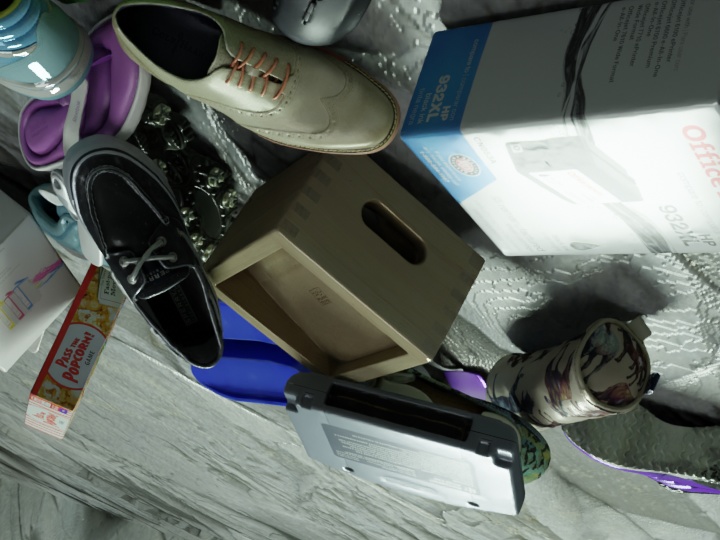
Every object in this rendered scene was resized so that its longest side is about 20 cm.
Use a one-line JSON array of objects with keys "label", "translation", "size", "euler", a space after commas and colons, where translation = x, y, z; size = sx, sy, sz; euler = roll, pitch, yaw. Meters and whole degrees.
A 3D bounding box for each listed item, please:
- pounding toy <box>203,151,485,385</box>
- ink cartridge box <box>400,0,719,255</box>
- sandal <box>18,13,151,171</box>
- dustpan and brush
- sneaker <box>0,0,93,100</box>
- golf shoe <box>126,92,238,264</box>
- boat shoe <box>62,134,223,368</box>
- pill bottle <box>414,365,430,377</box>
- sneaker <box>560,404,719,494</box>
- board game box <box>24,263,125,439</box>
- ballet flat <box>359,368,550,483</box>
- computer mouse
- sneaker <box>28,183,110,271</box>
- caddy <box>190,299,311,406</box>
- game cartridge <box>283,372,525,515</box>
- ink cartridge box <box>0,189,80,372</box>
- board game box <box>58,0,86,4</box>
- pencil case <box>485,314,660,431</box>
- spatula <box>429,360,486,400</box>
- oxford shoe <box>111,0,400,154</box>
[{"label": "pounding toy", "translation": [0.000, 0.000, 0.944], "size": [0.200, 0.143, 0.184], "euler": [40, 151, -16]}, {"label": "ink cartridge box", "translation": [0.148, -0.079, 0.682], "size": [0.199, 0.084, 0.145], "euler": [0, 149, 39]}, {"label": "sandal", "translation": [-0.215, -0.120, 0.855], "size": [0.050, 0.083, 0.202], "euler": [-15, 170, -41]}, {"label": "dustpan and brush", "translation": [-0.216, -0.044, 0.932], "size": [0.139, 0.057, 0.200], "euler": [37, 156, 10]}, {"label": "sneaker", "translation": [-0.284, -0.191, 0.767], "size": [0.199, 0.080, 0.131], "euler": [17, 165, 14]}, {"label": "golf shoe", "translation": [-0.167, -0.080, 0.965], "size": [0.088, 0.077, 0.200], "euler": [21, 153, 32]}, {"label": "boat shoe", "translation": [-0.155, -0.008, 0.858], "size": [0.068, 0.071, 0.201], "euler": [-123, 9, -55]}, {"label": "pill bottle", "translation": [0.031, 0.151, 1.221], "size": [0.110, 0.112, 0.200], "euler": [12, 159, 17]}, {"label": "sneaker", "translation": [0.295, 0.184, 1.149], "size": [0.199, 0.070, 0.100], "euler": [15, 158, 13]}, {"label": "board game box", "translation": [-0.277, 0.059, 1.174], "size": [0.046, 0.201, 0.152], "euler": [24, 156, -10]}, {"label": "ballet flat", "translation": [0.080, 0.137, 1.011], "size": [0.199, 0.075, 0.074], "euler": [23, 156, -3]}, {"label": "computer mouse", "translation": [-0.013, -0.181, 0.654], "size": [0.058, 0.034, 0.200], "euler": [24, 156, -6]}, {"label": "sneaker", "translation": [-0.241, -0.043, 1.070], "size": [0.199, 0.074, 0.082], "euler": [6, 156, 39]}, {"label": "caddy", "translation": [-0.094, 0.049, 1.132], "size": [0.199, 0.105, 0.142], "euler": [1, 126, 37]}, {"label": "game cartridge", "translation": [0.040, 0.149, 0.973], "size": [0.199, 0.042, 0.133], "euler": [13, 154, 19]}, {"label": "ink cartridge box", "translation": [-0.392, -0.001, 1.192], "size": [0.128, 0.125, 0.200], "euler": [35, 162, 19]}, {"label": "board game box", "translation": [-0.151, -0.214, 0.703], "size": [0.199, 0.030, 0.096], "euler": [-2, 147, 38]}, {"label": "pencil case", "translation": [0.183, 0.098, 1.035], "size": [0.078, 0.089, 0.200], "euler": [59, 156, 2]}, {"label": "spatula", "translation": [0.078, 0.092, 1.184], "size": [0.056, 0.021, 0.200], "euler": [2, 150, 45]}, {"label": "oxford shoe", "translation": [-0.070, -0.123, 0.748], "size": [0.199, 0.071, 0.074], "euler": [19, -172, 1]}]
